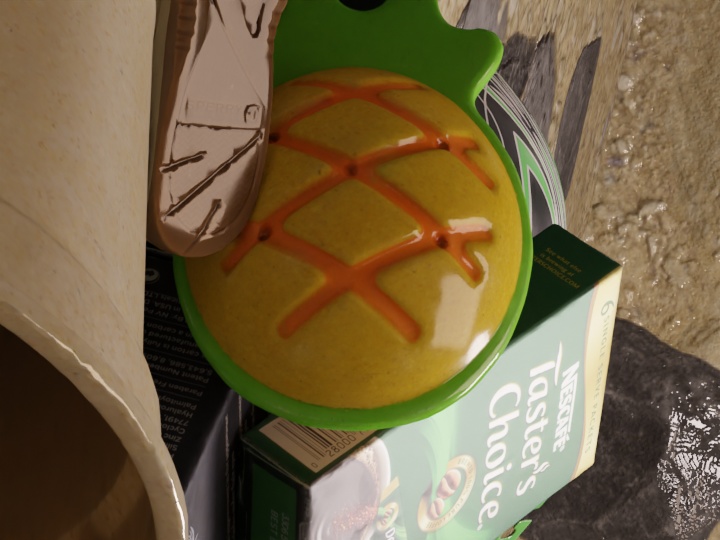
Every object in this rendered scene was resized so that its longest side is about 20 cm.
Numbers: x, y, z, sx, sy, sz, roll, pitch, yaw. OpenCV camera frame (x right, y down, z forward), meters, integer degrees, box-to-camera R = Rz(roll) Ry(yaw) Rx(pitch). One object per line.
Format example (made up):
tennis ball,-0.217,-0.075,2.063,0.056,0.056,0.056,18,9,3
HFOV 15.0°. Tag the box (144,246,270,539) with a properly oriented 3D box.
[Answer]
box,-0.110,0.109,1.078,0.148,0.104,0.200,93,15,-44

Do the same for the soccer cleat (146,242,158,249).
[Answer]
soccer cleat,-0.072,-0.018,1.205,0.084,0.064,0.201,-10,111,-61

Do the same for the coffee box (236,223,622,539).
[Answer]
coffee box,0.029,0.076,1.151,0.200,0.044,0.123,-32,141,-37

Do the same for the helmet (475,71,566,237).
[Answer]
helmet,0.003,-0.028,1.326,0.191,0.199,0.200,-62,174,18

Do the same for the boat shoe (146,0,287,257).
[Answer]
boat shoe,-0.064,-0.108,0.990,0.072,0.072,0.201,5,97,-46

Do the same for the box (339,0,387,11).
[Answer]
box,-0.007,-0.226,1.160,0.199,0.123,0.201,-63,163,-57

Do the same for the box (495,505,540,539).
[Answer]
box,0.010,0.093,1.265,0.199,0.048,0.117,19,119,-42

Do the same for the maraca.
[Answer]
maraca,-0.002,-0.029,1.046,0.107,0.136,0.201,98,-5,-59

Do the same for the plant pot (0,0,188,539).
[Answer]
plant pot,-0.129,-0.014,0.668,0.201,0.199,0.184,92,4,-47
